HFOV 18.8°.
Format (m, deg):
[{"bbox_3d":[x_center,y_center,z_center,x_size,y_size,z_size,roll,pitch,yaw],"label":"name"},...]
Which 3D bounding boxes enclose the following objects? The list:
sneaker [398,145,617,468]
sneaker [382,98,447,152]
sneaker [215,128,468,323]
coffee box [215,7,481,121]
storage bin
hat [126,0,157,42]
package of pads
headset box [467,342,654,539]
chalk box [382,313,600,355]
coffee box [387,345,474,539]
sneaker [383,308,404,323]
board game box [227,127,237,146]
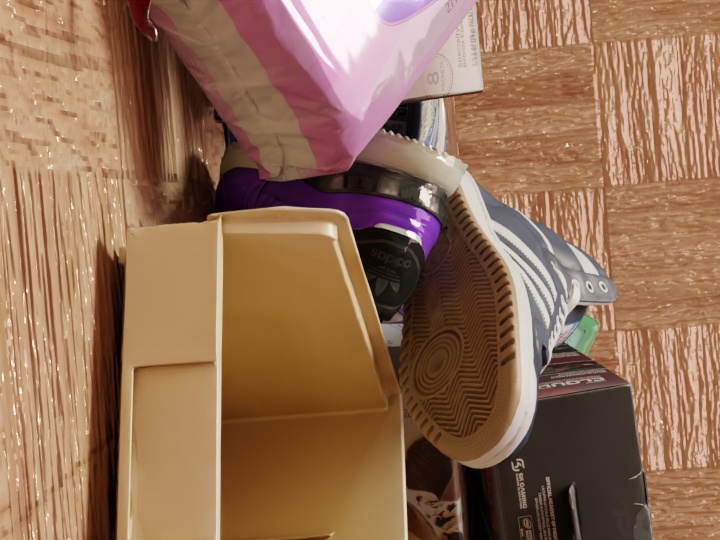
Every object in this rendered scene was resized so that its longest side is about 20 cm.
[{"bbox_3d":[0.071,0.030,0.985,0.108,0.070,0.200,34,24,-30],"label":"sneaker"},{"bbox_3d":[0.014,-0.129,1.163,0.085,0.077,0.201,-55,140,-74],"label":"sneaker"},{"bbox_3d":[-0.027,-0.006,0.990,0.200,0.069,0.100,-9,-116,67],"label":"sneaker"},{"bbox_3d":[-0.014,-0.176,1.037,0.113,0.080,0.201,-11,98,-44],"label":"coffee box"},{"bbox_3d":[-0.036,0.105,0.854,0.199,0.093,0.201,73,14,-63],"label":"storage bin"},{"bbox_3d":[-0.081,-0.210,0.886,0.176,0.165,0.200,-61,171,11],"label":"hat"},{"bbox_3d":[-0.005,-0.147,0.926,0.200,0.076,0.121,-54,127,-30],"label":"package of pads"},{"bbox_3d":[0.095,0.121,1.101,0.200,0.075,0.149,-138,-141,-81],"label":"headset box"},{"bbox_3d":[0.059,0.068,1.296,0.125,0.124,0.200,-60,174,-15],"label":"chalk box"},{"bbox_3d":[0.000,0.145,1.069,0.080,0.113,0.201,-77,161,-70],"label":"coffee box"},{"bbox_3d":[0.000,0.001,1.173,0.200,0.114,0.073,-71,154,-78],"label":"sneaker"},{"bbox_3d":[-0.045,-0.137,1.162,0.134,0.045,0.201,-63,148,-78],"label":"board game box"}]
